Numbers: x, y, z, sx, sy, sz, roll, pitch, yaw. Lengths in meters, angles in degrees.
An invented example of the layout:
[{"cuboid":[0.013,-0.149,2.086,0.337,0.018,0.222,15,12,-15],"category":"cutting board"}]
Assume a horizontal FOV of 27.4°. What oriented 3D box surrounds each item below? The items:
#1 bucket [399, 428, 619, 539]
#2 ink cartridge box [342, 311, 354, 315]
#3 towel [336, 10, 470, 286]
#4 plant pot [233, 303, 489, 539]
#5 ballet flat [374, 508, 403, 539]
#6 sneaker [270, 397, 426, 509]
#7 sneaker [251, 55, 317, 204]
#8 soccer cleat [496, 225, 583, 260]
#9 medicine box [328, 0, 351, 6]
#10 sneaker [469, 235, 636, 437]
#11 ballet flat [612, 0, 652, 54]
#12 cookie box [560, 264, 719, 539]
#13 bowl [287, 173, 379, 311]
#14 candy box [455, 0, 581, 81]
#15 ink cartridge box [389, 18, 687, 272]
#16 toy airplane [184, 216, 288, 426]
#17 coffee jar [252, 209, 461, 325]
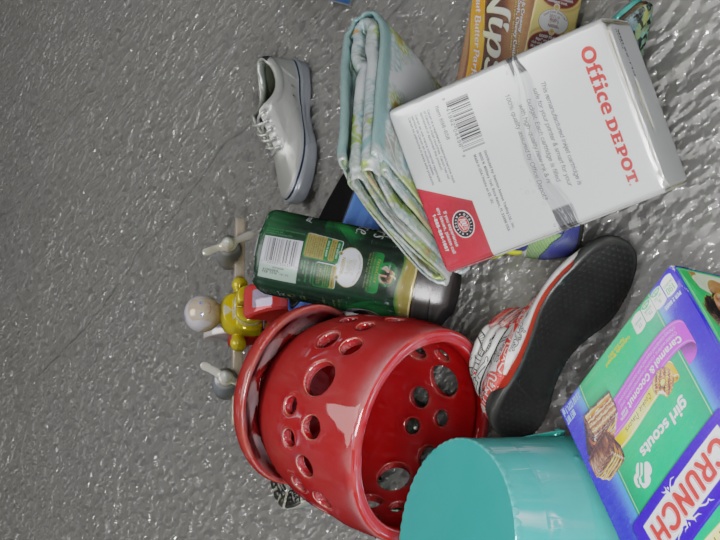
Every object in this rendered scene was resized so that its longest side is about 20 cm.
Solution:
[{"cuboid":[0.131,0.231,1.220,0.207,0.134,0.208,-29,56,56],"category":"bucket"},{"cuboid":[-0.002,0.102,1.578,0.200,0.068,0.115,-58,35,39],"category":"ink cartridge box"},{"cuboid":[0.042,-0.107,1.293,0.048,0.171,0.201,-19,44,26],"category":"towel"},{"cuboid":[-0.005,0.136,1.386,0.182,0.200,0.201,11,92,41],"category":"plant pot"},{"cuboid":[0.061,0.295,1.405,0.200,0.074,0.074,53,129,53],"category":"ballet flat"},{"cuboid":[-0.001,0.185,1.541,0.200,0.090,0.079,-32,64,30],"category":"sneaker"},{"cuboid":[-0.101,-0.176,1.840,0.073,0.071,0.201,-41,47,51],"category":"sneaker"},{"cuboid":[0.127,-0.044,1.360,0.200,0.083,0.065,5,87,62],"category":"soccer cleat"},{"cuboid":[-0.116,-0.408,1.814,0.200,0.182,0.103,38,116,59],"category":"medicine box"},{"cuboid":[0.160,0.040,1.293,0.202,0.067,0.108,-62,19,16],"category":"sneaker"},{"cuboid":[0.190,-0.148,1.278,0.200,0.074,0.074,-40,47,33],"category":"ballet flat"},{"cuboid":[0.249,0.128,1.091,0.171,0.075,0.200,-59,36,34],"category":"cookie box"},{"cuboid":[-0.024,-0.034,1.608,0.201,0.039,0.201,-61,11,20],"category":"bowl"},{"cuboid":[0.142,-0.187,1.403,0.115,0.055,0.201,23,102,61],"category":"candy box"},{"cuboid":[0.146,-0.101,1.207,0.199,0.084,0.145,-20,89,28],"category":"ink cartridge box"},{"cuboid":[-0.152,0.058,1.795,0.200,0.141,0.200,55,131,52],"category":"toy airplane"},{"cuboid":[0.000,0.000,1.457,0.104,0.199,0.086,42,-119,-80],"category":"coffee jar"}]
